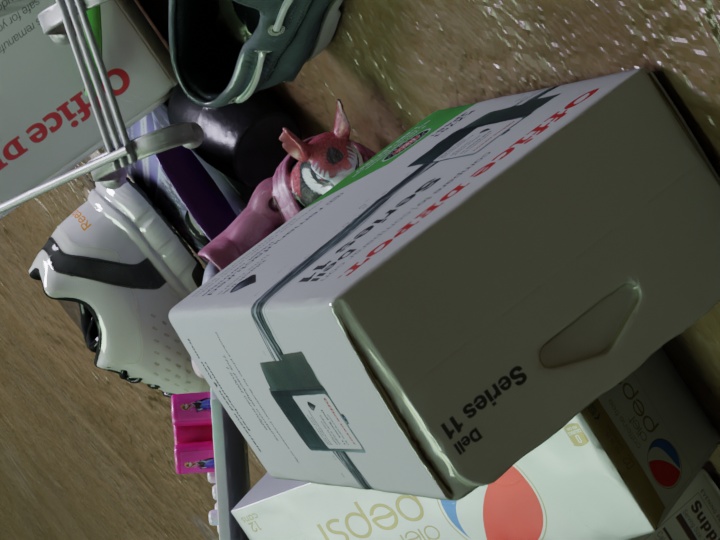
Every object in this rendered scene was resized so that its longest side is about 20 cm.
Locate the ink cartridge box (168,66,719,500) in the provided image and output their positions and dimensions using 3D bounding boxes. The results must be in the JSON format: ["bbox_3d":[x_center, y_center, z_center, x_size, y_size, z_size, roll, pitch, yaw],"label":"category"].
[{"bbox_3d":[0.032,0.006,1.024,0.083,0.146,0.200,56,162,-10],"label":"ink cartridge box"}]

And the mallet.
[{"bbox_3d":[-0.072,-0.119,1.250,0.066,0.041,0.201,41,156,39],"label":"mallet"}]

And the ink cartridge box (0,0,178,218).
[{"bbox_3d":[-0.198,-0.130,1.347,0.201,0.145,0.084,55,-175,-9],"label":"ink cartridge box"}]

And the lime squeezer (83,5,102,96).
[{"bbox_3d":[-0.152,-0.177,1.280,0.201,0.070,0.038,55,177,-10],"label":"lime squeezer"}]

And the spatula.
[{"bbox_3d":[-0.073,-0.027,1.342,0.057,0.020,0.200,56,176,5],"label":"spatula"}]

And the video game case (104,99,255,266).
[{"bbox_3d":[-0.103,-0.067,1.469,0.200,0.019,0.143,47,163,15],"label":"video game case"}]

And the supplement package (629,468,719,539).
[{"bbox_3d":[0.069,0.175,1.172,0.110,0.200,0.114,57,162,-18],"label":"supplement package"}]

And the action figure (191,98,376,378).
[{"bbox_3d":[0.000,0.000,1.247,0.149,0.133,0.201,-81,-11,-49],"label":"action figure"}]

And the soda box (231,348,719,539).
[{"bbox_3d":[0.043,0.083,1.147,0.199,0.064,0.068,-23,105,43],"label":"soda box"}]

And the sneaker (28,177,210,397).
[{"bbox_3d":[-0.104,0.037,1.550,0.200,0.080,0.074,52,172,-27],"label":"sneaker"}]

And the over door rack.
[{"bbox_3d":[-0.166,-0.094,1.250,0.199,0.066,0.149,-20,88,32],"label":"over door rack"}]

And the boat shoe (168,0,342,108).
[{"bbox_3d":[-0.044,-0.120,1.115,0.073,0.062,0.200,48,164,12],"label":"boat shoe"}]

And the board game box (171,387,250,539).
[{"bbox_3d":[-0.066,0.155,1.359,0.200,0.026,0.202,72,-166,-88],"label":"board game box"}]
